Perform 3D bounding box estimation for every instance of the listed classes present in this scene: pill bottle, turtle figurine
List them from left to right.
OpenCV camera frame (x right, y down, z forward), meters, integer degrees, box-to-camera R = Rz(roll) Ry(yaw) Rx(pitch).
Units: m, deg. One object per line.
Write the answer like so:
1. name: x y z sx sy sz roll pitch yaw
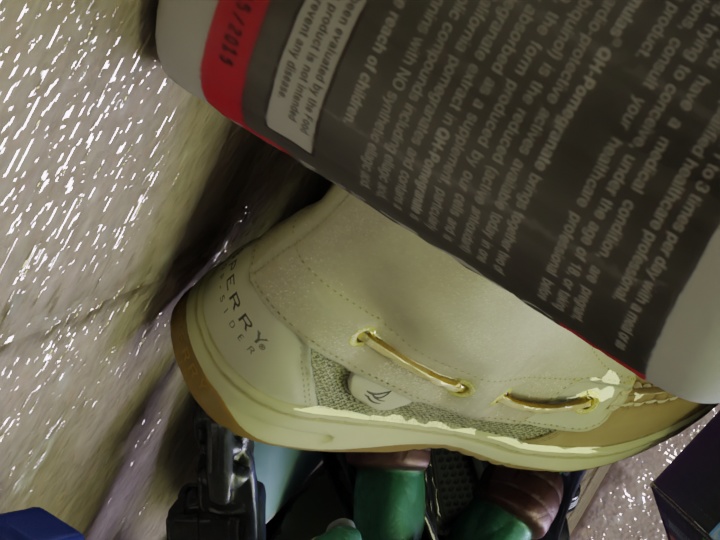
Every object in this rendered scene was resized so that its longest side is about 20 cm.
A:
1. turtle figurine: 0.022 0.108 0.886 0.101 0.150 0.200 -14 -125 41
2. pill bottle: 0.064 -0.040 0.656 0.111 0.200 0.111 -55 170 -15

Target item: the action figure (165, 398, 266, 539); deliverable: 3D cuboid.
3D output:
1. action figure: -0.078 0.131 0.888 0.194 0.104 0.201 -55 146 -65

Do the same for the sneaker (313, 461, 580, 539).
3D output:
1. sneaker: 0.013 0.115 1.142 0.200 0.114 0.076 -50 167 -44

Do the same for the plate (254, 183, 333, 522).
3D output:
1. plate: 0.000 0.000 0.989 0.200 0.026 0.200 -57 171 -15

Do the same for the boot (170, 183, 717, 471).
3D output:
1. boot: 0.065 -0.011 0.820 0.200 0.072 0.155 1 147 -36

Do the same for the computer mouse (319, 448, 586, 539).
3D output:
1. computer mouse: 0.036 0.055 1.041 0.139 0.053 0.200 65 32 -25

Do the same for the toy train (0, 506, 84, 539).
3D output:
1. toy train: -0.096 0.171 0.742 0.200 0.116 0.085 -60 170 4

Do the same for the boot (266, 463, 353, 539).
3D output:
1. boot: -0.010 0.164 1.034 0.200 0.138 0.077 -45 -179 -25

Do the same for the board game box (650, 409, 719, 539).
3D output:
1. board game box: 0.173 0.042 0.974 0.165 0.057 0.200 -45 166 -4
